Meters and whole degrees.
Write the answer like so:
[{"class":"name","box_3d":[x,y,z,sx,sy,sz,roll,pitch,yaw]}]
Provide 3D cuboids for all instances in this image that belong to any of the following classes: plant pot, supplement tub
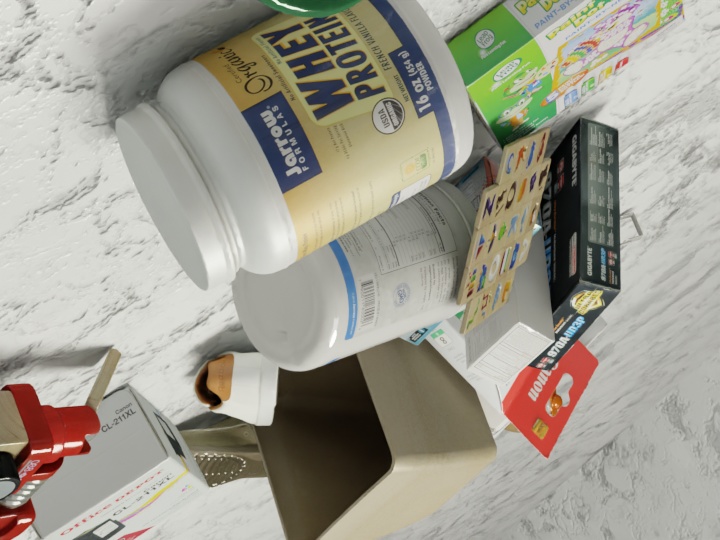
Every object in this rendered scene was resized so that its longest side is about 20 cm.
[{"class":"plant pot","box_3d":[0.023,0.165,1.685,0.175,0.201,0.200,5,142,-37]},{"class":"supplement tub","box_3d":[-0.043,-0.087,1.042,0.199,0.145,0.145,-30,163,-15]},{"class":"supplement tub","box_3d":[0.000,0.000,1.388,0.199,0.133,0.132,-18,157,-43]}]

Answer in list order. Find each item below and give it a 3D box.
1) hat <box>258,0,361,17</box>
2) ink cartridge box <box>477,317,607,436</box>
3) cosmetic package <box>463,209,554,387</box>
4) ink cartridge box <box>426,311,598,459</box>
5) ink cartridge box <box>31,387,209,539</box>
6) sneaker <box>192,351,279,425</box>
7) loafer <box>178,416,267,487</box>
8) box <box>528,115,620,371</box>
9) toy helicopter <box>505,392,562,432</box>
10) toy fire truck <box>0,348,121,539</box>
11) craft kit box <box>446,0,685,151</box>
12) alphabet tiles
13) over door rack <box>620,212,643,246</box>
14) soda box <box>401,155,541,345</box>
[{"class":"hat","box_3d":[-0.070,-0.223,0.841,0.164,0.175,0.203,-16,118,-41]},{"class":"ink cartridge box","box_3d":[0.150,0.092,1.859,0.144,0.147,0.200,-35,168,-42]},{"class":"cosmetic package","box_3d":[0.142,0.010,1.590,0.050,0.202,0.083,28,129,-25]},{"class":"ink cartridge box","box_3d":[0.170,0.071,1.704,0.050,0.200,0.161,-36,-167,49]},{"class":"ink cartridge box","box_3d":[-0.243,0.203,1.575,0.145,0.083,0.200,-32,164,-3]},{"class":"sneaker","box_3d":[-0.123,0.110,1.611,0.083,0.074,0.200,4,167,-3]},{"class":"loafer","box_3d":[-0.140,0.189,1.764,0.198,0.069,0.076,4,141,-39]},{"class":"box","box_3d":[0.203,-0.025,1.611,0.045,0.202,0.159,15,145,-14]},{"class":"toy helicopter","box_3d":[0.236,0.158,2.300,0.079,0.131,0.201,-57,166,-46]},{"class":"toy fire truck","box_3d":[-0.278,0.146,1.331,0.198,0.130,0.176,-1,145,-44]},{"class":"craft kit box","box_3d":[0.172,-0.194,1.331,0.199,0.049,0.197,-36,161,5]},{"class":"alphabet tiles","box_3d":[0.127,-0.037,1.417,0.200,0.006,0.169,-28,133,-65]},{"class":"over door rack","box_3d":[0.271,0.022,2.067,0.199,0.067,0.148,-29,163,-15]},{"class":"soda box","box_3d":[0.087,-0.017,1.580,0.068,0.064,0.200,26,128,-26]}]
